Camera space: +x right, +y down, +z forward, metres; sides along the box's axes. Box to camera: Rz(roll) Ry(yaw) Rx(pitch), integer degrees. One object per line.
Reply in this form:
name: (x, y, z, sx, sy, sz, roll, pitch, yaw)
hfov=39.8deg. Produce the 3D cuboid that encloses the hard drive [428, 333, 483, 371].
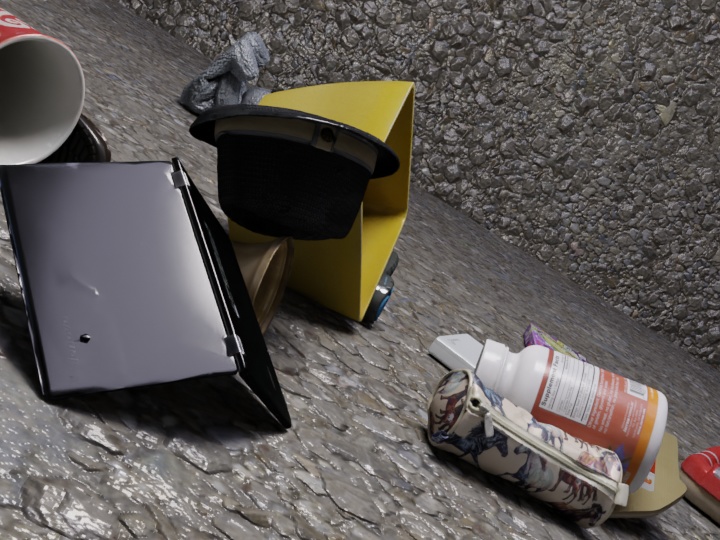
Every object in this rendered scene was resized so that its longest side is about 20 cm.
hard drive: (0.189, 0.149, 1.261, 0.199, 0.027, 0.131, 36, 12, 21)

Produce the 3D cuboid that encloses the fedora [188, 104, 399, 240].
fedora: (-0.063, -0.079, 0.904, 0.197, 0.093, 0.201, 9, -8, 1)

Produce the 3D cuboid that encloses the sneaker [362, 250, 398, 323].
sneaker: (0.000, 0.000, 1.268, 0.081, 0.074, 0.200, 29, 11, -4)

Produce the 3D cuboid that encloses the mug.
mug: (-0.388, -0.211, 0.952, 0.199, 0.134, 0.177, 37, 4, 30)

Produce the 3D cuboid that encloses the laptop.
laptop: (-0.153, 0.024, 0.734, 0.201, 0.114, 0.189, 66, 2, -61)

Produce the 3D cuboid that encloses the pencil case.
pencil case: (0.158, 0.171, 0.949, 0.198, 0.079, 0.089, 30, -9, -12)

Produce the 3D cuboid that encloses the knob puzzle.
knob puzzle: (0.265, 0.216, 1.111, 0.216, 0.031, 0.221, 14, 28, -8)

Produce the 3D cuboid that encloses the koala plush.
koala plush: (-0.216, -0.312, 1.881, 0.201, 0.183, 0.178, 50, 16, -15)

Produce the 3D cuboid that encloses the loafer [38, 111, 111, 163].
loafer: (-0.323, -0.154, 1.046, 0.199, 0.074, 0.071, 37, 14, 24)

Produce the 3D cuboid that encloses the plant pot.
plant pot: (-0.050, -0.097, 1.141, 0.173, 0.202, 0.201, 14, 45, 13)

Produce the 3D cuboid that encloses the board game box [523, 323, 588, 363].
board game box: (0.329, 0.146, 1.649, 0.119, 0.032, 0.200, 37, 11, 2)

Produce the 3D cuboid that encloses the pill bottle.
pill bottle: (0.211, 0.148, 1.050, 0.197, 0.114, 0.112, 20, 10, 7)

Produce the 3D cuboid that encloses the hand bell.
hand bell: (-0.169, -0.018, 0.909, 0.197, 0.106, 0.104, 22, 10, 9)

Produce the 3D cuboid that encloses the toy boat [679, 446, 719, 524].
toy boat: (0.524, 0.275, 1.363, 0.130, 0.132, 0.199, 37, 13, 27)
